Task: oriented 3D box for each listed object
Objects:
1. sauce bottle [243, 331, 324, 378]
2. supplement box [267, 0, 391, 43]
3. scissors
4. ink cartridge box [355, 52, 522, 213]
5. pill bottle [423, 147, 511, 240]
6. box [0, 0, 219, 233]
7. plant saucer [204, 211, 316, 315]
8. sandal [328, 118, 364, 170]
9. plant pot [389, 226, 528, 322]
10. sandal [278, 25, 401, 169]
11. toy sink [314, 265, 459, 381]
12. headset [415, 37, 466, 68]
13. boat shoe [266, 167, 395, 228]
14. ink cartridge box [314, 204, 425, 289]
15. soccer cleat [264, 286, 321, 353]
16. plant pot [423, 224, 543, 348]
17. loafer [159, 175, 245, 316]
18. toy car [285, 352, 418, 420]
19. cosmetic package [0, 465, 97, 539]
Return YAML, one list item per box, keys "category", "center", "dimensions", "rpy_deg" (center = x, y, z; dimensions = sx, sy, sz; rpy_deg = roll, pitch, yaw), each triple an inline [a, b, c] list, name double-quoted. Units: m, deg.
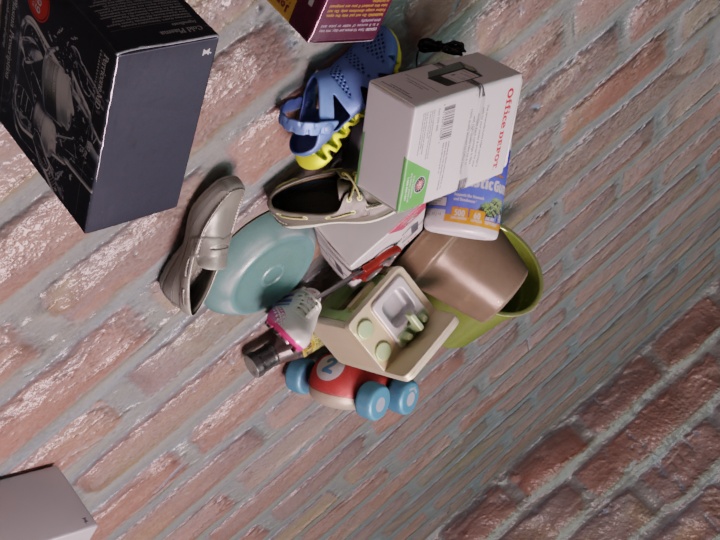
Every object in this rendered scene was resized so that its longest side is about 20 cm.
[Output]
- category: "sauce bottle"
  center: [-0.093, 0.105, 1.789]
  dimensions: [0.199, 0.066, 0.066]
  rpy_deg: [-33, 153, -25]
- category: "supplement box"
  center: [-0.019, -0.348, 1.125]
  dimensions: [0.103, 0.131, 0.201]
  rpy_deg: [-14, 142, -44]
- category: "scissors"
  center: [0.000, 0.000, 1.541]
  dimensions: [0.073, 0.014, 0.200]
  rpy_deg: [-41, 171, 23]
- category: "ink cartridge box"
  center: [0.099, -0.175, 1.408]
  dimensions: [0.199, 0.084, 0.147]
  rpy_deg: [-22, 133, -39]
- category: "pill bottle"
  center: [0.159, -0.151, 1.637]
  dimensions: [0.112, 0.111, 0.202]
  rpy_deg: [9, 89, -60]
- category: "box"
  center: [-0.234, -0.174, 1.006]
  dimensions: [0.104, 0.182, 0.201]
  rpy_deg: [-21, 147, -38]
- category: "plant saucer"
  center: [-0.132, -0.003, 1.598]
  dimensions: [0.199, 0.036, 0.201]
  rpy_deg: [-35, 154, -20]
- category: "sandal"
  center: [-0.008, -0.156, 1.540]
  dimensions: [0.076, 0.043, 0.201]
  rpy_deg: [-33, 157, -39]
- category: "plant pot"
  center: [0.167, -0.017, 1.789]
  dimensions: [0.201, 0.174, 0.200]
  rpy_deg: [-50, -178, 2]
- category: "sandal"
  center: [-0.029, -0.218, 1.379]
  dimensions: [0.201, 0.079, 0.087]
  rpy_deg: [-52, 138, 6]
- category: "toy sink"
  center: [0.028, 0.071, 1.707]
  dimensions: [0.131, 0.199, 0.112]
  rpy_deg: [-48, 117, -18]
- category: "headset"
  center: [0.101, -0.214, 1.519]
  dimensions: [0.124, 0.093, 0.202]
  rpy_deg: [-57, 148, -52]
- category: "boat shoe"
  center: [-0.024, -0.098, 1.478]
  dimensions: [0.200, 0.073, 0.060]
  rpy_deg: [-11, 168, 12]
- category: "ink cartridge box"
  center: [0.015, -0.061, 1.613]
  dimensions: [0.145, 0.085, 0.200]
  rpy_deg: [-41, 173, -5]
- category: "soccer cleat"
  center: [-0.093, 0.061, 1.648]
  dimensions: [0.086, 0.070, 0.200]
  rpy_deg: [-45, -169, -1]
- category: "plant pot"
  center: [0.193, 0.041, 2.013]
  dimensions: [0.199, 0.201, 0.190]
  rpy_deg: [-23, 161, -38]
- category: "loafer"
  center: [-0.190, -0.030, 1.427]
  dimensions: [0.070, 0.070, 0.201]
  rpy_deg: [-13, 141, -47]
- category: "toy car"
  center: [-0.002, 0.125, 1.893]
  dimensions: [0.176, 0.183, 0.202]
  rpy_deg: [0, 102, -55]
- category: "cosmetic package"
  center: [-0.504, 0.395, 1.552]
  dimensions: [0.198, 0.123, 0.201]
  rpy_deg: [-6, 137, -52]
